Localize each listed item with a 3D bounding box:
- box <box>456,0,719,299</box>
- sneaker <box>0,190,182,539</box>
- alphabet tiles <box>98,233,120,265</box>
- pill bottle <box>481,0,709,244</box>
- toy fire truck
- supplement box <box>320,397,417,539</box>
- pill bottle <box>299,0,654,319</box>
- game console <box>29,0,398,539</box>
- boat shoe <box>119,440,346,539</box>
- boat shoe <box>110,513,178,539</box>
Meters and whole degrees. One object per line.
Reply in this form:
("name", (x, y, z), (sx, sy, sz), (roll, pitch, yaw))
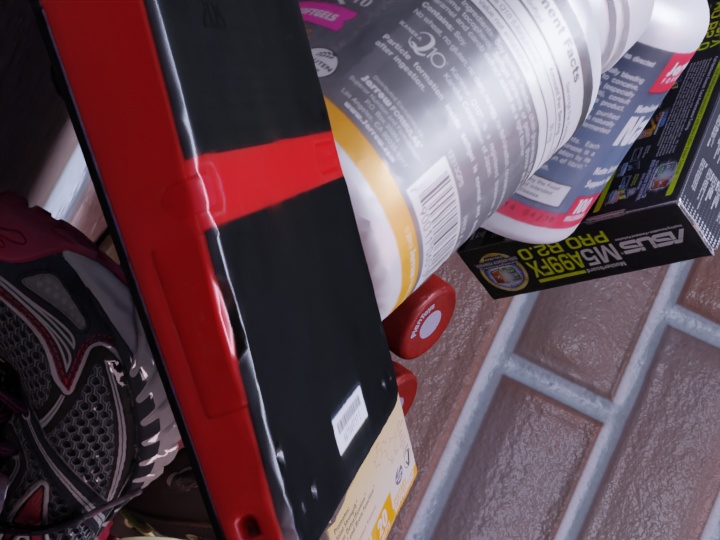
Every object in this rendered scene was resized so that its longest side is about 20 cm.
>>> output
("box", (0.161, -0.079, 1.007), (0.160, 0.044, 0.200), (-13, -142, 42))
("sneaker", (-0.102, 0.063, 0.465), (0.075, 0.080, 0.201), (-39, 154, -43))
("alphabet tiles", (-0.126, 0.069, 0.677), (0.167, 0.006, 0.200), (-61, 173, -52))
("pill bottle", (0.111, -0.125, 0.879), (0.200, 0.119, 0.120), (-59, 180, 29))
("toy fire truck", (-0.033, 0.058, 1.244), (0.168, 0.112, 0.201), (-19, 138, -50))
("supplement box", (-0.032, 0.094, 1.012), (0.126, 0.073, 0.201), (-62, 148, -43))
("pill bottle", (0.024, -0.075, 0.670), (0.200, 0.116, 0.117), (-44, 165, -30))
("game console", (-0.033, -0.028, 0.433), (0.200, 0.031, 0.178), (-39, 115, -80))
("boat shoe", (-0.060, 0.058, 0.565), (0.072, 0.060, 0.200), (-40, -170, -20))
("boat shoe", (-0.112, 0.157, 0.866), (0.201, 0.072, 0.060), (-62, 180, 0))
